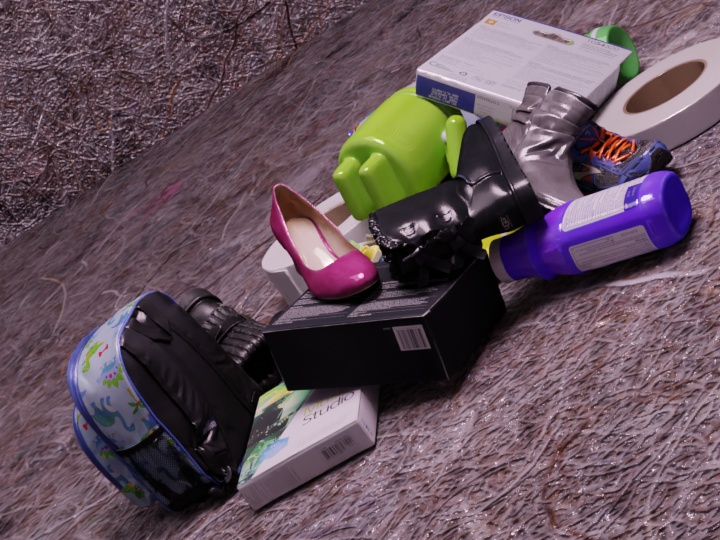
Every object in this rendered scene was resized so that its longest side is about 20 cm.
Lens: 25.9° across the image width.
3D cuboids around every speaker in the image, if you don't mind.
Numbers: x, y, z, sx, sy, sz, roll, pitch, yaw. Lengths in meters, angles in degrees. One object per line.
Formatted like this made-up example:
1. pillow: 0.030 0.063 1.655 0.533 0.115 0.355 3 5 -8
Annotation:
1. speaker: 0.255 -0.244 2.006 0.200 0.089 0.089 -21 22 39

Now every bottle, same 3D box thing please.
1. bottle: 0.220 -0.036 1.521 0.199 0.065 0.084 -19 18 32

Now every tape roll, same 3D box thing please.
1. tape roll: 0.353 -0.193 1.767 0.202 0.037 0.203 -32 18 11
2. tape roll: -0.027 -0.034 1.994 0.202 0.071 0.203 -31 18 11

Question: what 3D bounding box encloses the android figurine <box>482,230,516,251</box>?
1. android figurine: 0.139 -0.037 1.735 0.200 0.041 0.182 -32 20 16

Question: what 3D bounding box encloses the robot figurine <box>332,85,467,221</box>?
1. robot figurine: 0.051 -0.143 1.862 0.175 0.116 0.200 -8 31 43

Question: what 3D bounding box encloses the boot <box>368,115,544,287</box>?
1. boot: 0.085 -0.071 1.571 0.162 0.074 0.198 -24 32 3

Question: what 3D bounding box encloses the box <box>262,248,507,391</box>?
1. box: 0.025 0.051 1.576 0.199 0.079 0.141 -7 26 36

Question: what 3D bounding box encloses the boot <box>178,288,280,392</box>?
1. boot: -0.185 0.135 1.830 0.158 0.079 0.212 31 96 40

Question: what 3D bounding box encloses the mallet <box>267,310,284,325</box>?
1. mallet: -0.153 0.111 1.907 0.200 0.041 0.066 -30 18 29

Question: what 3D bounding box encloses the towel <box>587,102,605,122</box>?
1. towel: 0.194 -0.130 1.899 0.200 0.035 0.193 -18 24 46

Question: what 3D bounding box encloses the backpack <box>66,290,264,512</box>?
1. backpack: -0.220 0.141 1.665 0.147 0.200 0.183 -29 18 26

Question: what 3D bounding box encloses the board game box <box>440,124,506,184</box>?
1. board game box: 0.183 -0.152 1.897 0.200 0.032 0.120 -38 13 -20

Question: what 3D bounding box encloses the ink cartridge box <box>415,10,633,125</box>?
1. ink cartridge box: 0.197 -0.234 1.863 0.196 0.043 0.200 21 38 25

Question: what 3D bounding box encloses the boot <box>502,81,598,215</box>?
1. boot: 0.211 -0.124 1.640 0.200 0.070 0.132 35 92 43

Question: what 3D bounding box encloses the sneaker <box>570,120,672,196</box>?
1. sneaker: 0.257 -0.121 1.680 0.075 0.079 0.200 -42 18 -20

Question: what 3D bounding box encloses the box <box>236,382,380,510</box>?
1. box: -0.048 0.152 1.595 0.144 0.036 0.200 -30 16 14

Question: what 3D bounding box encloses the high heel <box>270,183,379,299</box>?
1. high heel: -0.041 -0.033 1.609 0.067 0.096 0.200 -25 19 -11

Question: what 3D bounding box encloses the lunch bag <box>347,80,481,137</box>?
1. lunch bag: 0.082 -0.190 2.125 0.170 0.124 0.200 -34 -5 7

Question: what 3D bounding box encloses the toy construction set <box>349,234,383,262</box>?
1. toy construction set: 0.000 0.000 1.816 0.131 0.092 0.200 -55 2 21
